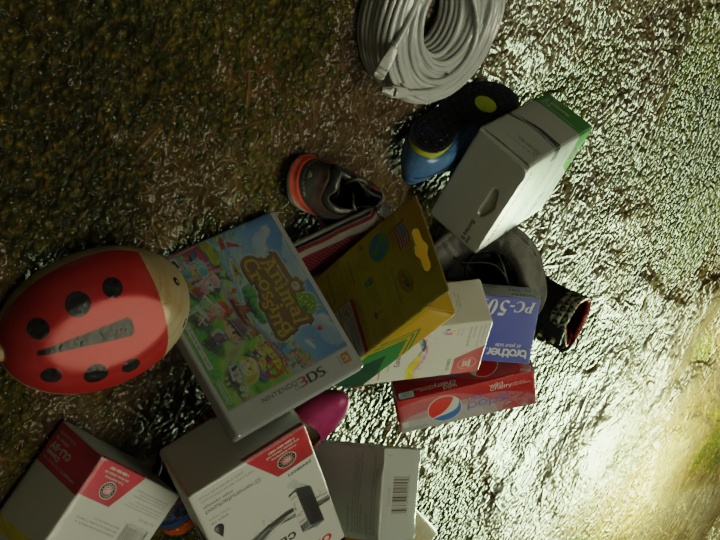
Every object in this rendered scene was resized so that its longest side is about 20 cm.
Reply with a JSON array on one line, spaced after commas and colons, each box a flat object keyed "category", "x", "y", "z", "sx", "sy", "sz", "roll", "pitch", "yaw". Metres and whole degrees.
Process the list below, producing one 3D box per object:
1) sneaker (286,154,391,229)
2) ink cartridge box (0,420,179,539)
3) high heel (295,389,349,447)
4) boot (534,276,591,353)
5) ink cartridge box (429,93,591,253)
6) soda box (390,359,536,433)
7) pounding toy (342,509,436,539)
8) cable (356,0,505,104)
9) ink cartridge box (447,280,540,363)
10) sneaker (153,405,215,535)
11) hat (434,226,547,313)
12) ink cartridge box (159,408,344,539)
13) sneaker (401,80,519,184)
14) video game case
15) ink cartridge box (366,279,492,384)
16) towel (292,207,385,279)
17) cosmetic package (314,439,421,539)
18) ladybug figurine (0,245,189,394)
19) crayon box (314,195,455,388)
[{"category": "sneaker", "x": -0.004, "y": -0.069, "z": 1.336, "sx": 0.199, "sy": 0.081, "sz": 0.078, "roll": 25, "pitch": 78, "yaw": -55}, {"category": "ink cartridge box", "x": -0.307, "y": 0.280, "z": 1.217, "sx": 0.202, "sy": 0.083, "sz": 0.145, "roll": -56, "pitch": 145, "yaw": -8}, {"category": "high heel", "x": -0.091, "y": 0.213, "z": 1.343, "sx": 0.198, "sy": 0.097, "sz": 0.067, "roll": -30, "pitch": 120, "yaw": 22}, {"category": "boot", "x": 0.223, "y": 0.086, "z": 1.673, "sx": 0.205, "sy": 0.153, "sz": 0.073, "roll": -56, "pitch": 144, "yaw": -6}, {"category": "ink cartridge box", "x": 0.193, "y": -0.127, "z": 1.481, "sx": 0.199, "sy": 0.084, "sz": 0.147, "roll": -31, "pitch": 156, "yaw": -52}, {"category": "soda box", "x": 0.143, "y": 0.162, "z": 1.620, "sx": 0.196, "sy": 0.064, "sz": 0.071, "roll": -13, "pitch": 131, "yaw": -2}, {"category": "pounding toy", "x": -0.022, "y": 0.370, "z": 1.543, "sx": 0.201, "sy": 0.183, "sz": 0.142, "roll": -52, "pitch": 143, "yaw": -10}, {"category": "cable", "x": 0.083, "y": -0.288, "z": 1.317, "sx": 0.198, "sy": 0.069, "sz": 0.203, "roll": 5, "pitch": 109, "yaw": -53}, {"category": "ink cartridge box", "x": 0.132, "y": 0.065, "z": 1.535, "sx": 0.196, "sy": 0.044, "sz": 0.096, "roll": 4, "pitch": 110, "yaw": -9}, {"category": "sneaker", "x": -0.183, "y": 0.209, "z": 1.332, "sx": 0.202, "sy": 0.075, "sz": 0.078, "roll": -58, "pitch": 141, "yaw": -5}, {"category": "hat", "x": 0.151, "y": 0.016, "z": 1.588, "sx": 0.196, "sy": 0.081, "sz": 0.204, "roll": -3, "pitch": 109, "yaw": -7}, {"category": "ink cartridge box", "x": -0.114, "y": 0.247, "z": 1.271, "sx": 0.143, "sy": 0.084, "sz": 0.202, "roll": -30, "pitch": 133, "yaw": -16}, {"category": "sneaker", "x": 0.120, "y": -0.172, "z": 1.456, "sx": 0.199, "sy": 0.066, "sz": 0.079, "roll": -36, "pitch": 157, "yaw": -34}, {"category": "video game case", "x": -0.112, "y": 0.053, "z": 1.227, "sx": 0.181, "sy": 0.202, "sz": 0.022, "roll": -25, "pitch": 170, "yaw": -38}, {"category": "ink cartridge box", "x": 0.053, "y": 0.079, "z": 1.436, "sx": 0.196, "sy": 0.068, "sz": 0.117, "roll": -6, "pitch": 144, "yaw": -9}, {"category": "towel", "x": 0.000, "y": 0.000, "z": 1.381, "sx": 0.142, "sy": 0.023, "sz": 0.200, "roll": -25, "pitch": 148, "yaw": 18}, {"category": "cosmetic package", "x": -0.030, "y": 0.265, "z": 1.429, "sx": 0.081, "sy": 0.197, "sz": 0.115, "roll": 13, "pitch": 81, "yaw": -51}, {"category": "ladybug figurine", "x": -0.250, "y": 0.052, "z": 1.103, "sx": 0.197, "sy": 0.072, "sz": 0.138, "roll": -21, "pitch": 111, "yaw": -22}, {"category": "crayon box", "x": 0.027, "y": 0.027, "z": 1.293, "sx": 0.050, "sy": 0.129, "sz": 0.199, "roll": 13, "pitch": 139, "yaw": -43}]
